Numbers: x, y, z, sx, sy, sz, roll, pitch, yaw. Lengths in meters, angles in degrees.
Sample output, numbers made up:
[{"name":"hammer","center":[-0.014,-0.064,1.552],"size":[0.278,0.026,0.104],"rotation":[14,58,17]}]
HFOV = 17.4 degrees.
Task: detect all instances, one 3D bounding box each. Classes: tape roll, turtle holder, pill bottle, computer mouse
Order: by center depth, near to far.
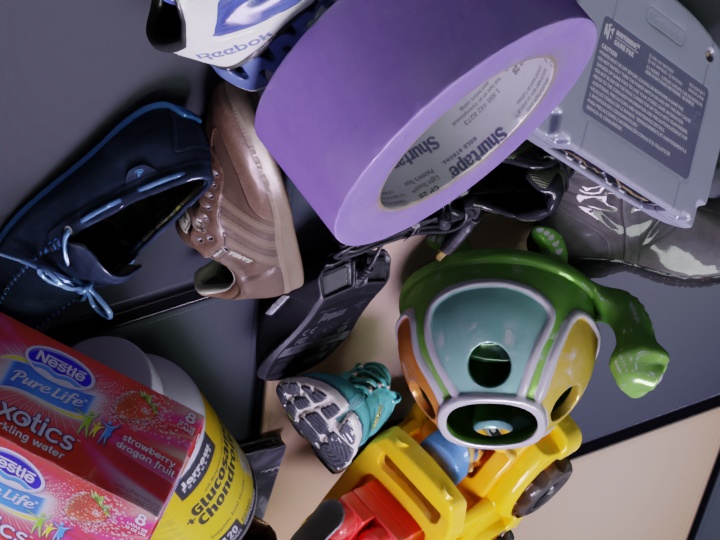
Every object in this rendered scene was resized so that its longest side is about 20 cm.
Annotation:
[{"name":"tape roll","center":[0.039,-0.111,1.402],"size":[0.199,0.085,0.200],"rotation":[-37,165,-12]},{"name":"pill bottle","center":[-0.150,0.127,1.642],"size":[0.111,0.112,0.200],"rotation":[-30,148,-1]},{"name":"computer mouse","center":[0.000,0.000,1.648],"size":[0.140,0.046,0.200],"rotation":[-19,157,-34]},{"name":"turtle holder","center":[0.116,0.061,1.699],"size":[0.184,0.133,0.141],"rotation":[16,142,-13]}]

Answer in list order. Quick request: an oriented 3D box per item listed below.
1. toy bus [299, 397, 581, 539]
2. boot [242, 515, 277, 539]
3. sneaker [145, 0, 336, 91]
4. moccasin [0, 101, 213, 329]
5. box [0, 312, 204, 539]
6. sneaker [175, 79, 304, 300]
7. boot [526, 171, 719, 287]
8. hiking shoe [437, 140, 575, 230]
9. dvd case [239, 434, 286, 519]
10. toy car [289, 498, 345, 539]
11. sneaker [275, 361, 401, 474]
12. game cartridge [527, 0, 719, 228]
[{"name":"toy bus","center":[0.045,0.166,1.785],"size":[0.200,0.136,0.192],"rotation":[-52,161,28]},{"name":"boot","center":[-0.162,0.239,1.784],"size":[0.155,0.077,0.199],"rotation":[-41,148,20]},{"name":"sneaker","center":[-0.061,-0.183,1.325],"size":[0.115,0.081,0.200],"rotation":[4,136,-44]},{"name":"moccasin","center":[-0.169,-0.021,1.467],"size":[0.080,0.068,0.200],"rotation":[10,132,-46]},{"name":"box","center":[-0.212,0.107,1.480],"size":[0.199,0.100,0.096],"rotation":[27,130,-3]},{"name":"sneaker","center":[-0.084,-0.042,1.508],"size":[0.075,0.071,0.201],"rotation":[-16,142,-3]},{"name":"boot","center":[0.225,-0.053,1.713],"size":[0.198,0.070,0.132],"rotation":[-5,141,-17]},{"name":"hiking shoe","center":[0.121,-0.076,1.595],"size":[0.199,0.101,0.076],"rotation":[-17,146,-19]},{"name":"dvd case","center":[-0.161,0.198,1.819],"size":[0.199,0.016,0.149],"rotation":[-12,143,-26]},{"name":"toy car","center":[-0.051,0.263,1.703],"size":[0.200,0.165,0.157],"rotation":[-48,153,25]},{"name":"sneaker","center":[-0.012,0.095,1.720],"size":[0.080,0.078,0.200],"rotation":[-39,176,-5]},{"name":"game cartridge","center":[0.181,-0.122,1.568],"size":[0.199,0.041,0.134],"rotation":[27,78,-47]}]
